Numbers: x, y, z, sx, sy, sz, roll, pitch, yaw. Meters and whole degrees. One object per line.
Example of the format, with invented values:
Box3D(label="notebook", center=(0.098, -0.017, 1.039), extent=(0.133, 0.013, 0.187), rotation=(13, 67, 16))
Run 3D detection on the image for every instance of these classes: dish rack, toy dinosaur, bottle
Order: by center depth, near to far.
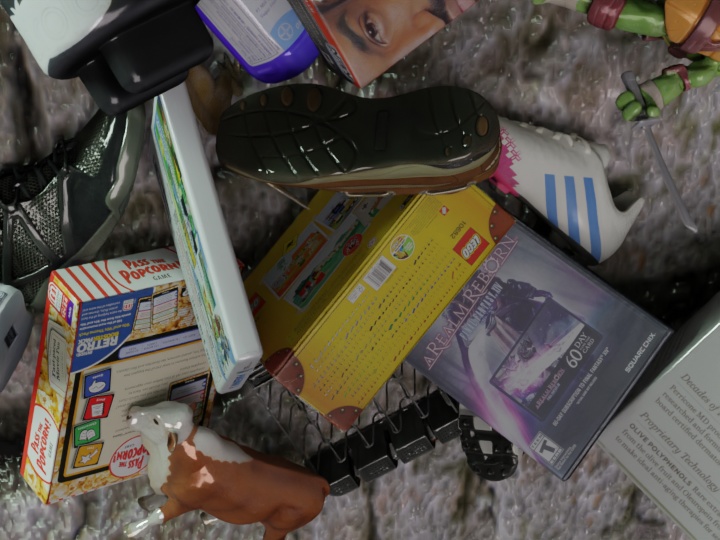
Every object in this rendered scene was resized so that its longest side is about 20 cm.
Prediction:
Box3D(label="bottle", center=(-0.100, -0.224, 1.187), extent=(0.065, 0.084, 0.200), rotation=(-11, 130, 43))
Box3D(label="toy dinosaur", center=(-0.113, -0.125, 1.236), extent=(0.058, 0.101, 0.200), rotation=(-28, 121, 10))
Box3D(label="dish rack", center=(-0.011, 0.091, 1.415), extent=(0.153, 0.055, 0.200), rotation=(-29, 119, 9))

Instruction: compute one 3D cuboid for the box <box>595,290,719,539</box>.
Box3D(label="box", center=(0.325, 0.121, 1.350), extent=(0.200, 0.199, 0.171), rotation=(45, 110, 5))

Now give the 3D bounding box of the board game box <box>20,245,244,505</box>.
Box3D(label="board game box", center=(-0.181, 0.080, 1.345), extent=(0.151, 0.046, 0.200), rotation=(-12, 131, -38))

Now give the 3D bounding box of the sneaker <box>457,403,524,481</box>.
Box3D(label="sneaker", center=(0.115, 0.067, 1.410), extent=(0.066, 0.090, 0.200), rotation=(2, 108, 36))

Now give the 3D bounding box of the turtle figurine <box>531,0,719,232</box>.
Box3D(label="turtle figurine", center=(0.224, -0.176, 1.206), extent=(0.194, 0.200, 0.144), rotation=(32, 149, 1))

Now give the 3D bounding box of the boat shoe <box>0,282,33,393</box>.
Box3D(label="boat shoe", center=(-0.306, 0.044, 1.301), extent=(0.086, 0.202, 0.075), rotation=(26, 74, 1))

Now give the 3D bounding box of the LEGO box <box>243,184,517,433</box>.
Box3D(label="LEGO box", center=(0.000, 0.000, 1.266), extent=(0.077, 0.149, 0.200), rotation=(39, 90, -26))

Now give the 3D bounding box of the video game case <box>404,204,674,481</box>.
Box3D(label="video game case", center=(0.118, 0.045, 1.309), extent=(0.200, 0.019, 0.143), rotation=(37, 100, 15))

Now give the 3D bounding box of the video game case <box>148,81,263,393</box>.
Box3D(label="video game case", center=(-0.113, -0.020, 1.208), extent=(0.022, 0.182, 0.200), rotation=(-15, 82, -11))

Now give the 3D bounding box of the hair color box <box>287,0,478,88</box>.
Box3D(label="hair color box", center=(0.041, -0.231, 1.172), extent=(0.200, 0.064, 0.111), rotation=(-38, 121, -8))

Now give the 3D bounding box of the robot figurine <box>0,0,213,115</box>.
Box3D(label="robot figurine", center=(-0.176, -0.204, 1.088), extent=(0.150, 0.125, 0.200), rotation=(-31, 91, 19))

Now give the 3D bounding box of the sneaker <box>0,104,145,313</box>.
Box3D(label="sneaker", center=(-0.239, -0.060, 1.277), extent=(0.114, 0.076, 0.199), rotation=(21, 123, -26))

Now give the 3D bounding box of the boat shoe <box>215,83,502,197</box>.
Box3D(label="boat shoe", center=(0.001, -0.080, 1.168), extent=(0.200, 0.076, 0.074), rotation=(3, 158, 18))

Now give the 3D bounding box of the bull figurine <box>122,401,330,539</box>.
Box3D(label="bull figurine", center=(-0.119, 0.174, 1.377), extent=(0.200, 0.065, 0.121), rotation=(27, 124, -33))

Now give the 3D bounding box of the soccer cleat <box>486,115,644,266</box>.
Box3D(label="soccer cleat", center=(0.140, -0.086, 1.322), extent=(0.200, 0.070, 0.086), rotation=(40, 93, -28))
